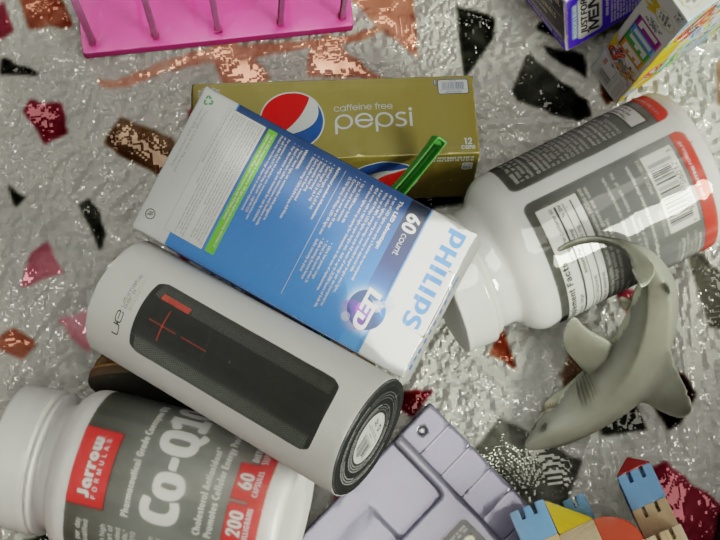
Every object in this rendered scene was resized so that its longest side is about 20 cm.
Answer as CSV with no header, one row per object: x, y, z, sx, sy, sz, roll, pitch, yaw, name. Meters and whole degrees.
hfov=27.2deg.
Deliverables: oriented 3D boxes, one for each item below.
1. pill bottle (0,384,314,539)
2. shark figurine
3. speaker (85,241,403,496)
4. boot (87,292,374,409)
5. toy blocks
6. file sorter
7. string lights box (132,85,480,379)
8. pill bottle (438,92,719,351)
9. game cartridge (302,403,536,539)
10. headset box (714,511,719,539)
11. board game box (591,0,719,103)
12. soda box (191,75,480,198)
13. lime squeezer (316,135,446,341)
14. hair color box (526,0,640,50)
-0.138,0.144,0.978,0.197,0.114,0.115,12,82,9,pill bottle
0.191,0.052,0.986,0.127,0.216,0.090,-16,51,-21,shark figurine
-0.075,0.058,0.934,0.199,0.081,0.082,28,81,21,speaker
-0.090,0.053,1.033,0.197,0.074,0.076,-4,68,-11,boot
0.145,0.208,0.974,0.198,0.100,0.138,-25,65,4,toy blocks
-0.108,-0.242,1.034,0.197,0.125,0.141,-7,82,-4,file sorter
-0.033,-0.023,0.951,0.198,0.059,0.104,29,89,8,string lights box
0.141,-0.031,1.025,0.198,0.116,0.117,-26,85,-6,pill bottle
0.024,0.208,1.030,0.130,0.038,0.200,44,82,7,game cartridge
0.317,0.229,1.021,0.147,0.077,0.203,14,81,-1,headset box
0.238,-0.188,1.008,0.134,0.200,0.034,-35,85,-7,board game box
-0.019,-0.090,1.042,0.197,0.068,0.065,-2,66,-3,soda box
0.000,0.000,1.011,0.038,0.070,0.202,29,86,-38,lime squeezer
0.201,-0.257,1.069,0.198,0.065,0.110,-29,61,-8,hair color box
